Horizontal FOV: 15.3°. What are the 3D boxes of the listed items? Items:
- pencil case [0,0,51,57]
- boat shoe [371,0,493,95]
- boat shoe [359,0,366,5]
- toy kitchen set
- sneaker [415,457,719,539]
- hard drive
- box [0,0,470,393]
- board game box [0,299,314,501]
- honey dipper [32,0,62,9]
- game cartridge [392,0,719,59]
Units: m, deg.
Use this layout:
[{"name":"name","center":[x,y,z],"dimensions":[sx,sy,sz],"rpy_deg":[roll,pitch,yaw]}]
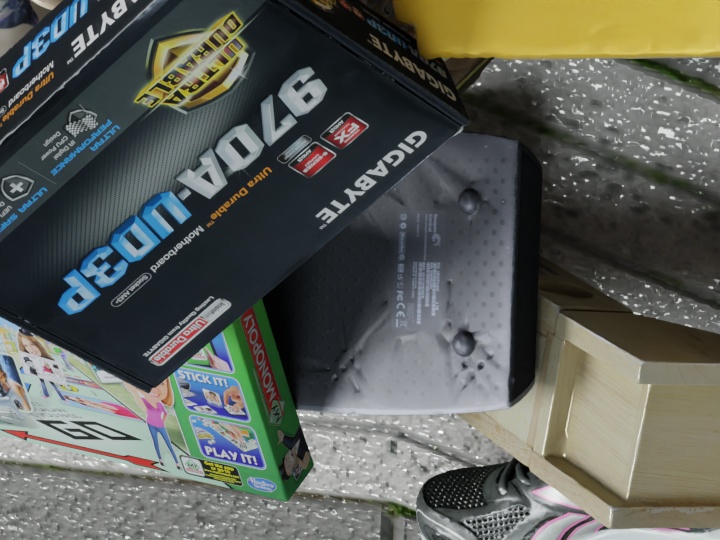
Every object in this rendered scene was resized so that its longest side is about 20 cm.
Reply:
[{"name":"pencil case","center":[-0.169,-0.110,1.197],"dimensions":[0.077,0.089,0.201],"rpy_deg":[-22,90,11]},{"name":"boat shoe","center":[0.041,-0.128,1.158],"dimensions":[0.076,0.072,0.200],"rpy_deg":[51,125,3]},{"name":"boat shoe","center":[-0.028,-0.117,1.144],"dimensions":[0.066,0.072,0.201],"rpy_deg":[44,129,43]},{"name":"toy kitchen set","center":[0.175,0.016,1.265],"dimensions":[0.199,0.180,0.164],"rpy_deg":[3,105,-27]},{"name":"sneaker","center":[0.122,0.102,1.379],"dimensions":[0.199,0.080,0.087],"rpy_deg":[-7,120,20]},{"name":"hard drive","center":[0.000,0.000,1.269],"dimensions":[0.199,0.136,0.042],"rpy_deg":[1,179,37]},{"name":"box","center":[-0.080,-0.049,1.112],"dimensions":[0.200,0.046,0.159],"rpy_deg":[-39,134,22]},{"name":"board game box","center":[-0.128,0.036,1.289],"dimensions":[0.199,0.029,0.135],"rpy_deg":[10,135,29]},{"name":"honey dipper","center":[-0.112,-0.186,1.080],"dimensions":[0.038,0.038,0.200],"rpy_deg":[20,140,4]},{"name":"game cartridge","center":[0.101,-0.172,1.055],"dimensions":[0.199,0.032,0.177],"rpy_deg":[2,108,25]}]
